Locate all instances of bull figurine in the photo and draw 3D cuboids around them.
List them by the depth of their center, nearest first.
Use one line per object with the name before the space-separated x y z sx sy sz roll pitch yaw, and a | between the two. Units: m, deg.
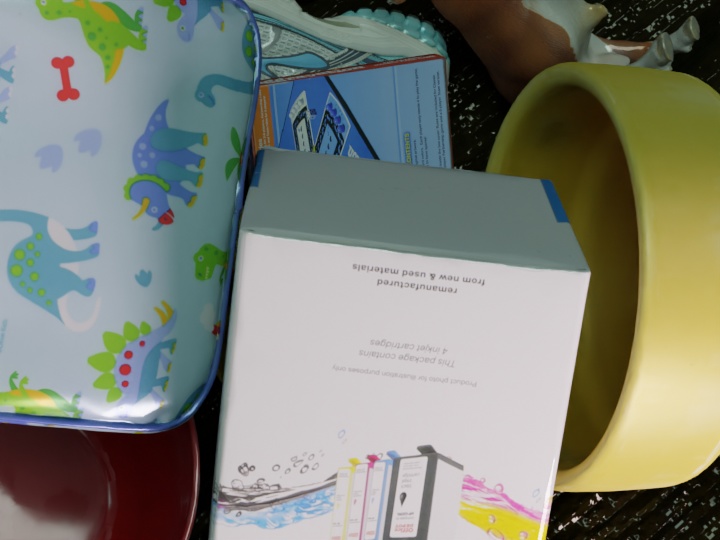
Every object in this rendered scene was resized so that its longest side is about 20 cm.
bull figurine | 0.085 -0.140 0.875 0.121 0.200 0.065 -10 55 30

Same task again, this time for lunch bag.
lunch bag | -0.133 -0.037 0.740 0.160 0.082 0.201 7 95 -24

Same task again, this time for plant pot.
plant pot | 0.176 0.005 0.848 0.188 0.201 0.202 2 74 -17

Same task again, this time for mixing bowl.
mixing bowl | -0.175 0.105 0.836 0.199 0.108 0.202 1 74 -4

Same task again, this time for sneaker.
sneaker | -0.042 -0.090 0.867 0.199 0.078 0.087 4 64 -22

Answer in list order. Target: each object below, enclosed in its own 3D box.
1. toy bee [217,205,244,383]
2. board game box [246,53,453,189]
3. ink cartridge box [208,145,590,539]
toy bee | -0.094 -0.001 0.870 0.199 0.109 0.131 -28 80 -10
board game box | 0.000 0.000 0.859 0.102 0.019 0.201 -11 107 -19
ink cartridge box | 0.010 0.065 0.776 0.144 0.147 0.201 6 108 -3
